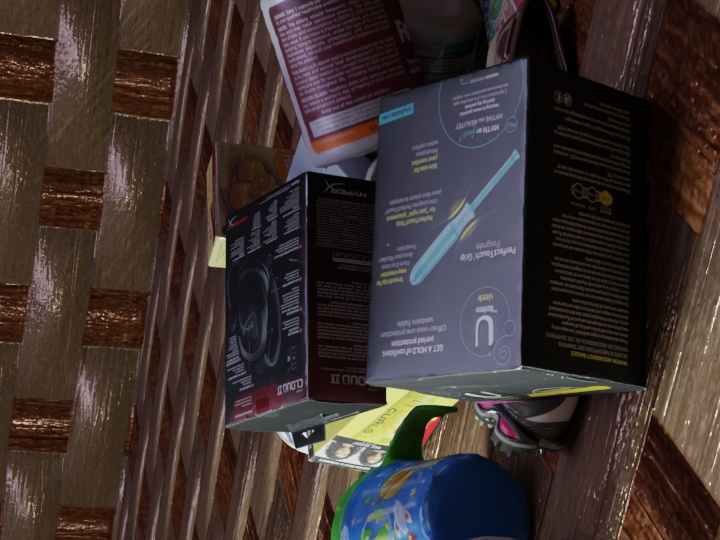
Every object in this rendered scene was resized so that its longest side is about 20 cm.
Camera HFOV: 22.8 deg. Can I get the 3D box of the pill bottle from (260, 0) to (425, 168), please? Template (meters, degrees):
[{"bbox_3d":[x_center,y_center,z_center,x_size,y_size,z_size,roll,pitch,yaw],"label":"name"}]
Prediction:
[{"bbox_3d":[-0.017,-0.197,1.497,0.114,0.113,0.202,-178,70,-76],"label":"pill bottle"}]

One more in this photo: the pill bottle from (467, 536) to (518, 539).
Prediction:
[{"bbox_3d":[0.086,0.299,1.269,0.111,0.109,0.202,-106,25,-56],"label":"pill bottle"}]

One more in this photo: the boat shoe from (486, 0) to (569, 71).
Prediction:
[{"bbox_3d":[0.130,-0.117,1.329,0.072,0.071,0.202,115,162,-57],"label":"boat shoe"}]

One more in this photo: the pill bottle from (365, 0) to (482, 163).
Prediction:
[{"bbox_3d":[0.035,-0.157,1.626,0.114,0.112,0.202,-105,25,-54],"label":"pill bottle"}]

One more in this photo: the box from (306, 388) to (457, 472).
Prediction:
[{"bbox_3d":[0.030,0.107,1.542,0.200,0.075,0.051,-45,41,44],"label":"box"}]

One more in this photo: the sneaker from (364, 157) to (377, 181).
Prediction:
[{"bbox_3d":[0.000,0.000,1.499,0.115,0.073,0.202,-21,57,56],"label":"sneaker"}]

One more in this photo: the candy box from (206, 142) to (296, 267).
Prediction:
[{"bbox_3d":[-0.050,-0.057,1.757,0.055,0.198,0.117,113,157,-54],"label":"candy box"}]

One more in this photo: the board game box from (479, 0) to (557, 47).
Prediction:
[{"bbox_3d":[0.124,-0.255,1.489,0.096,0.030,0.202,111,161,-47],"label":"board game box"}]

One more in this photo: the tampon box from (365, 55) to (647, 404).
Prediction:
[{"bbox_3d":[0.100,-0.019,1.199,0.149,0.125,0.203,-9,74,48],"label":"tampon box"}]

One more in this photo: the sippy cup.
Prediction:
[{"bbox_3d":[0.062,0.203,1.387,0.179,0.139,0.130,55,147,2],"label":"sippy cup"}]

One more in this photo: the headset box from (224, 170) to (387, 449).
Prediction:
[{"bbox_3d":[-0.046,0.039,1.431,0.148,0.076,0.202,-25,63,57],"label":"headset box"}]

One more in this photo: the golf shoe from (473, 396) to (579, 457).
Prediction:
[{"bbox_3d":[0.093,0.050,1.330,0.200,0.077,0.089,42,121,34],"label":"golf shoe"}]

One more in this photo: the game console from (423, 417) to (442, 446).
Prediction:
[{"bbox_3d":[0.044,0.089,1.692,0.201,0.031,0.179,117,158,-56],"label":"game console"}]

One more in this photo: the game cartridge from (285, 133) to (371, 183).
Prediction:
[{"bbox_3d":[0.000,-0.028,1.606,0.201,0.041,0.134,55,143,24],"label":"game cartridge"}]

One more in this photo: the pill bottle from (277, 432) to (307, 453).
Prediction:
[{"bbox_3d":[-0.050,0.084,1.644,0.200,0.110,0.112,70,-165,-61],"label":"pill bottle"}]
